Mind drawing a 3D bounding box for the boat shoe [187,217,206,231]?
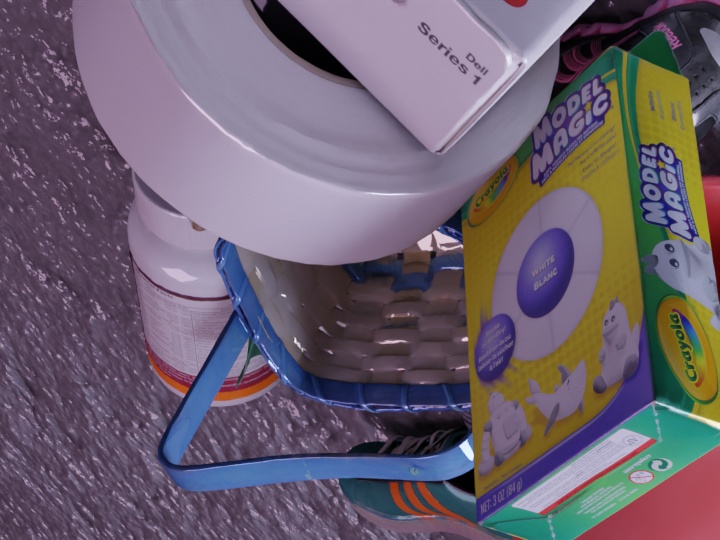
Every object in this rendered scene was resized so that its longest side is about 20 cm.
[{"bbox_3d":[-0.069,-0.063,0.884,0.065,0.072,0.200,58,-178,-7],"label":"boat shoe"}]

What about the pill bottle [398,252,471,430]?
[{"bbox_3d":[0.104,0.060,1.083,0.106,0.106,0.201,7,134,47],"label":"pill bottle"}]

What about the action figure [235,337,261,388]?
[{"bbox_3d":[-0.033,-0.027,1.160,0.054,0.118,0.201,24,135,29],"label":"action figure"}]

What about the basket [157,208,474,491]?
[{"bbox_3d":[0.003,0.024,0.923,0.175,0.201,0.139,-6,136,28],"label":"basket"}]

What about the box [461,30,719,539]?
[{"bbox_3d":[0.093,-0.001,0.783,0.048,0.201,0.117,21,139,-25],"label":"box"}]

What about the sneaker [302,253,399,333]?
[{"bbox_3d":[0.000,0.000,1.113,0.071,0.200,0.073,-8,87,18],"label":"sneaker"}]

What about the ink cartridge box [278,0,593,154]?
[{"bbox_3d":[0.050,-0.167,0.757,0.145,0.200,0.084,44,147,0],"label":"ink cartridge box"}]

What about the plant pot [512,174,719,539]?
[{"bbox_3d":[0.167,0.084,0.888,0.200,0.200,0.178,37,130,13],"label":"plant pot"}]

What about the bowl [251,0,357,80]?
[{"bbox_3d":[0.001,-0.162,0.900,0.199,0.039,0.202,6,117,12],"label":"bowl"}]

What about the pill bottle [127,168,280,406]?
[{"bbox_3d":[-0.097,-0.007,1.247,0.109,0.110,0.201,31,148,22],"label":"pill bottle"}]

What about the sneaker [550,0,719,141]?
[{"bbox_3d":[0.119,-0.074,0.904,0.079,0.095,0.200,46,153,-7],"label":"sneaker"}]

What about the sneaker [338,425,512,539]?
[{"bbox_3d":[0.060,0.136,1.283,0.199,0.071,0.080,9,131,39],"label":"sneaker"}]

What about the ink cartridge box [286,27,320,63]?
[{"bbox_3d":[-0.089,-0.190,0.975,0.200,0.050,0.109,44,125,29],"label":"ink cartridge box"}]

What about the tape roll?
[{"bbox_3d":[-0.018,-0.108,0.790,0.202,0.203,0.071,44,147,-1],"label":"tape roll"}]
